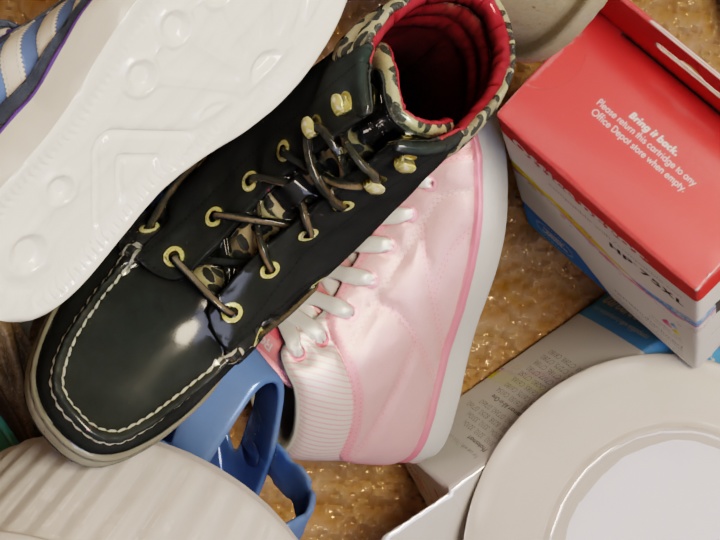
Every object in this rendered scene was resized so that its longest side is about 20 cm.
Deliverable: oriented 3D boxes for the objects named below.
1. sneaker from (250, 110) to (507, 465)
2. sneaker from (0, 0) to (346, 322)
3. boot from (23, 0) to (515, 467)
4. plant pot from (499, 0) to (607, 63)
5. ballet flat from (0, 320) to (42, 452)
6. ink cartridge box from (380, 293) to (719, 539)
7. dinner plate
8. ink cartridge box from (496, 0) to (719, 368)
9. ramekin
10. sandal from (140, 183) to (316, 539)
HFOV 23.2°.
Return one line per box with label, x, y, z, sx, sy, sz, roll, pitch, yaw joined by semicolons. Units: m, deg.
sneaker;0.000;0.000;0.800;0.104;0.075;0.201;-3;113;-31
sneaker;-0.110;-0.082;0.655;0.200;0.146;0.081;-48;133;-7
boot;-0.035;-0.022;0.662;0.073;0.154;0.204;46;55;-5
plant pot;0.006;-0.200;0.682;0.183;0.200;0.201;12;102;-17
ballet flat;-0.154;0.026;0.748;0.072;0.068;0.200;-48;123;-27
ink cartridge box;0.098;0.108;0.891;0.200;0.068;0.115;-33;117;-12
dinner plate;0.146;0.140;0.838;0.199;0.024;0.201;0;89;-12
ink cartridge box;0.126;-0.037;0.769;0.067;0.116;0.200;-46;162;-4
ramekin;-0.103;0.159;0.710;0.201;0.199;0.105;69;30;-27
sandal;-0.066;0.047;0.757;0.079;0.087;0.201;-19;100;-48
